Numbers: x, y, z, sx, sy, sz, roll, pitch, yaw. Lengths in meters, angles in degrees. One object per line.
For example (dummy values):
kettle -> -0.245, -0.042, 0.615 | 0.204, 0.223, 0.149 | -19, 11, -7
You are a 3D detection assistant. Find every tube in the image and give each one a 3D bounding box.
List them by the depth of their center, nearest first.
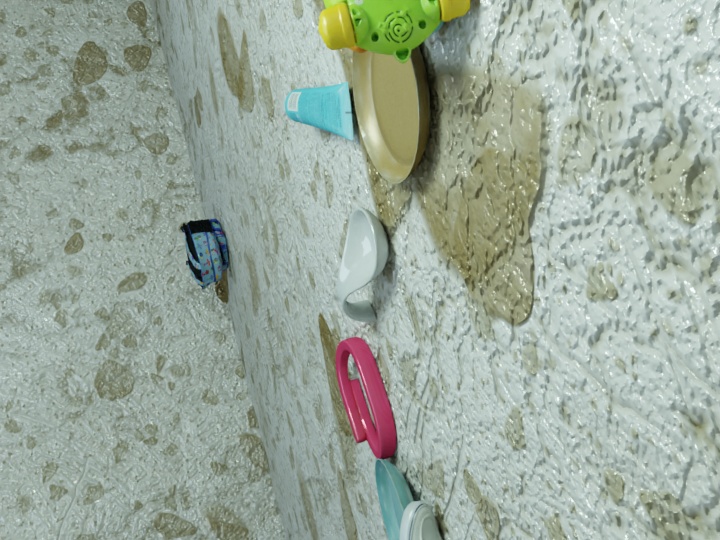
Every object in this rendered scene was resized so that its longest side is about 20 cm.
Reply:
tube -> -0.057, -0.241, 1.125 | 0.199, 0.050, 0.079 | 30, 134, 61

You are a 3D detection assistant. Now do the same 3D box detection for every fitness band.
fitness band -> 0.008, 0.208, 1.236 | 0.144, 0.037, 0.203 | 117, 136, -60

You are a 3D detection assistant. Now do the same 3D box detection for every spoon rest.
spoon rest -> 0.000, 0.000, 1.077 | 0.202, 0.059, 0.100 | 96, 155, -46

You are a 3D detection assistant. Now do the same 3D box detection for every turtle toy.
turtle toy -> 0.020, -0.296, 0.727 | 0.101, 0.143, 0.204 | 11, -114, -86

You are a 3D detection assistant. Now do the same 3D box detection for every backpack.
backpack -> -0.494, -0.049, 2.452 | 0.201, 0.132, 0.186 | -124, 28, -50

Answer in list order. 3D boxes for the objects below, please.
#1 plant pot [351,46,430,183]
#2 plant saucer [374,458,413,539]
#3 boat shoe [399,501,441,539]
plant pot -> 0.037, -0.204, 0.883 | 0.200, 0.027, 0.205 | 168, 91, -73
plant saucer -> 0.064, 0.386, 1.162 | 0.200, 0.027, 0.204 | 166, 91, -79
boat shoe -> 0.106, 0.418, 1.039 | 0.069, 0.070, 0.205 | -6, 93, 45
